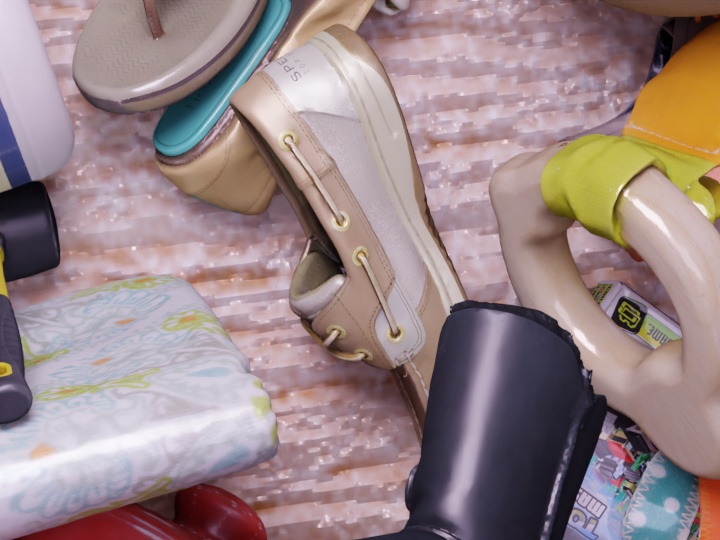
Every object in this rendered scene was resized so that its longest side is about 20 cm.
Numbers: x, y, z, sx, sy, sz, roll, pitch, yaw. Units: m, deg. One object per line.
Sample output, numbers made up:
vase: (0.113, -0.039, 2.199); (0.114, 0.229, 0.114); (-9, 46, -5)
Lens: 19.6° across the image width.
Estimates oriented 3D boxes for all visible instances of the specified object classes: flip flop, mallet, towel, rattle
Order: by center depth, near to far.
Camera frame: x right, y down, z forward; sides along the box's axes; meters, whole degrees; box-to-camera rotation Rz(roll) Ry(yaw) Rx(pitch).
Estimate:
mallet: (-0.153, 0.014, 0.809); (0.065, 0.200, 0.042); (-10, 112, -2)
towel: (-0.130, 0.054, 0.809); (0.170, 0.200, 0.049); (-17, 105, -8)
flip flop: (-0.060, -0.154, 0.870); (0.201, 0.081, 0.058); (-55, 139, -8)
rattle: (0.148, 0.016, 0.871); (0.143, 0.130, 0.201); (-42, 106, -43)

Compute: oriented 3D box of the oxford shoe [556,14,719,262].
oxford shoe: (0.173, -0.096, 0.911); (0.200, 0.071, 0.073); (-43, 91, -5)

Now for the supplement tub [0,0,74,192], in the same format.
supplement tub: (-0.226, -0.076, 0.821); (0.198, 0.145, 0.146); (-21, 92, -7)

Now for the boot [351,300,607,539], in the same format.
boot: (0.022, 0.086, 0.773); (0.076, 0.200, 0.170); (2, 67, 32)

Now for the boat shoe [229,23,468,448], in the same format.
boat shoe: (0.000, 0.000, 0.872); (0.066, 0.074, 0.201); (-25, 108, -12)

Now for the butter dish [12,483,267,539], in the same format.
butter dish: (-0.089, 0.152, 0.837); (0.199, 0.199, 0.148); (37, 62, -7)

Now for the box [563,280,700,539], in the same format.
box: (0.159, 0.106, 0.925); (0.199, 0.035, 0.110); (35, 86, -6)

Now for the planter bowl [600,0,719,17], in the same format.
planter bowl: (0.132, -0.187, 0.859); (0.198, 0.135, 0.202); (-1, 71, 2)

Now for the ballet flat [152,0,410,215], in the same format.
ballet flat: (-0.016, -0.113, 0.899); (0.063, 0.069, 0.201); (36, 88, -34)
